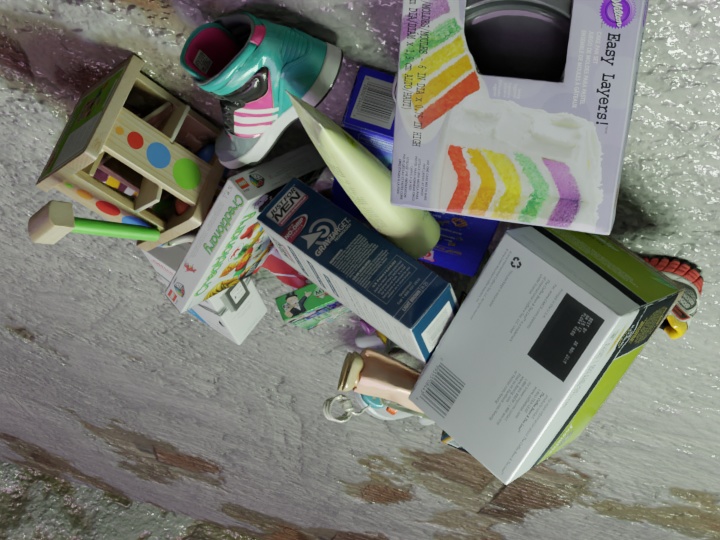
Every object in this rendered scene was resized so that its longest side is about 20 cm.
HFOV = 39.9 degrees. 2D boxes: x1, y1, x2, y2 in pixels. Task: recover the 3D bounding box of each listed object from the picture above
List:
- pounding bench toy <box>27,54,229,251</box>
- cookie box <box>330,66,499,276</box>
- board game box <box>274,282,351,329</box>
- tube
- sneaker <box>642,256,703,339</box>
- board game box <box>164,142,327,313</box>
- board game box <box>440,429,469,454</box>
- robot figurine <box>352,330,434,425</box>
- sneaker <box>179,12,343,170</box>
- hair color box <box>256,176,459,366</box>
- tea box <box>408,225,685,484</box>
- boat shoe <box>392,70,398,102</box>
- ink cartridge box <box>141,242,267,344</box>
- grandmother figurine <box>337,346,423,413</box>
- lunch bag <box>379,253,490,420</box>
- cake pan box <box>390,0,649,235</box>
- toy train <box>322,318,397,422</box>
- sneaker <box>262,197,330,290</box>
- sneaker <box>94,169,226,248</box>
[{"bbox_3d":[-0.236,-0.083,1.028,0.156,0.200,0.124,34,148,-29],"label":"pounding bench toy"},{"bbox_3d":[0.059,-0.091,0.980,0.171,0.075,0.200,17,152,2],"label":"cookie box"},{"bbox_3d":[-0.017,0.027,1.141,0.134,0.029,0.200,-24,173,1],"label":"board game box"},{"bbox_3d":[0.005,-0.083,0.890,0.058,0.052,0.200,-6,143,37],"label":"tube"},{"bbox_3d":[0.263,0.025,1.073,0.200,0.082,0.078,7,151,20],"label":"sneaker"},{"bbox_3d":[-0.124,-0.044,1.059,0.035,0.126,0.200,48,134,11],"label":"board game box"},{"bbox_3d":[0.180,0.124,1.213,0.057,0.166,0.200,25,152,-11],"label":"board game box"},{"bbox_3d":[0.062,0.145,1.378,0.170,0.113,0.200,53,144,-8],"label":"robot figurine"},{"bbox_3d":[-0.118,-0.169,0.924,0.121,0.084,0.200,25,144,-25],"label":"sneaker"},{"bbox_3d":[0.000,0.000,0.959,0.200,0.061,0.100,35,167,25],"label":"hair color box"},{"bbox_3d":[0.184,0.070,0.967,0.134,0.200,0.197,40,-155,24],"label":"tea box"},{"bbox_3d":[0.122,-0.144,0.839,0.200,0.064,0.071,6,123,11],"label":"boat shoe"},{"bbox_3d":[-0.205,0.002,1.277,0.116,0.067,0.200,30,160,26],"label":"ink cartridge box"},{"bbox_3d":[0.080,0.135,1.057,0.200,0.061,0.121,18,180,-7],"label":"grandmother figurine"},{"bbox_3d":[0.092,0.065,1.156,0.117,0.164,0.200,16,153,13],"label":"lunch bag"},{"bbox_3d":[0.121,-0.138,0.777,0.184,0.052,0.200,10,111,13],"label":"cake pan box"},{"bbox_3d":[-0.006,0.096,1.282,0.150,0.200,0.056,-4,165,-11],"label":"toy train"},{"bbox_3d":[-0.052,-0.023,1.175,0.112,0.071,0.200,37,154,-27],"label":"sneaker"},{"bbox_3d":[-0.249,-0.077,1.166,0.200,0.090,0.075,10,152,13],"label":"sneaker"}]
